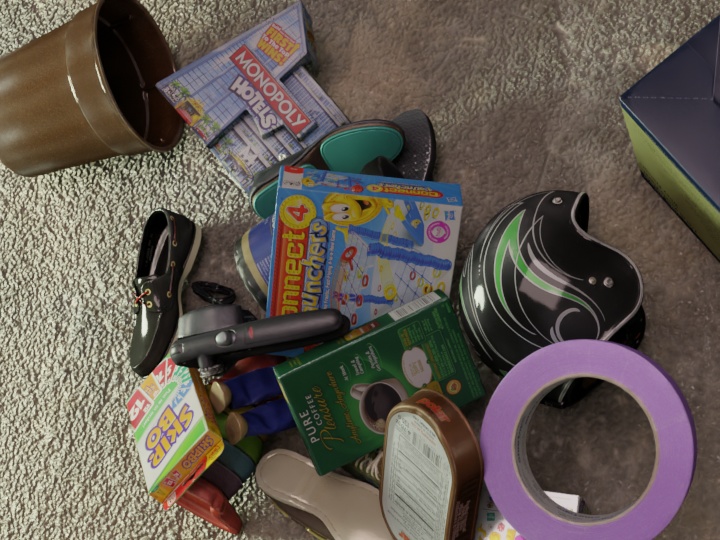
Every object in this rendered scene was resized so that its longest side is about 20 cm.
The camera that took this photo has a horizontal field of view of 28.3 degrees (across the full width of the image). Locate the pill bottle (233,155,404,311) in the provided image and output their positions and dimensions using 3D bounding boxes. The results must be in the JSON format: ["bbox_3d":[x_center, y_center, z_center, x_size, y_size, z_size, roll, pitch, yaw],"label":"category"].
[{"bbox_3d":[-0.035,-0.039,1.595,0.199,0.112,0.113,-33,63,18],"label":"pill bottle"}]

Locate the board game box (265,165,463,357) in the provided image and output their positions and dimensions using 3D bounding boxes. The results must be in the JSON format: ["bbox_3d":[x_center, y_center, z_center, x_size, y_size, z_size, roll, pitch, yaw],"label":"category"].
[{"bbox_3d":[0.000,0.000,1.518,0.193,0.203,0.056,5,26,-2],"label":"board game box"}]

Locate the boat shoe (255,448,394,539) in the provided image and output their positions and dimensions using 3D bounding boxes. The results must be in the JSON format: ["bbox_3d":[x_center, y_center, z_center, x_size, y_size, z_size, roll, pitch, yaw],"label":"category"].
[{"bbox_3d":[-0.024,0.260,1.530,0.198,0.060,0.072,25,67,24],"label":"boat shoe"}]

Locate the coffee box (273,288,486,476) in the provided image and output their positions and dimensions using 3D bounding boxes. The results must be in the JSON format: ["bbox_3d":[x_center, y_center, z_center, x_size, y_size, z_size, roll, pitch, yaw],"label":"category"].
[{"bbox_3d":[0.020,0.115,1.483,0.198,0.044,0.124,-26,109,-7],"label":"coffee box"}]

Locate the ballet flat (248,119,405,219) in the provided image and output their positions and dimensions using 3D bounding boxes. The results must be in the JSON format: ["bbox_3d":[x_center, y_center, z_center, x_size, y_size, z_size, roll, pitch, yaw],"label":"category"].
[{"bbox_3d":[-0.042,-0.126,1.641,0.198,0.073,0.074,-28,64,10],"label":"ballet flat"}]

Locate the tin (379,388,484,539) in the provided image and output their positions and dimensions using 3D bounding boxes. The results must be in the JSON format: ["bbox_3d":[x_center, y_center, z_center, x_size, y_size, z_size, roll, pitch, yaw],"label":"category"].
[{"bbox_3d":[0.065,0.206,1.386,0.041,0.202,0.112,-20,43,-28],"label":"tin"}]

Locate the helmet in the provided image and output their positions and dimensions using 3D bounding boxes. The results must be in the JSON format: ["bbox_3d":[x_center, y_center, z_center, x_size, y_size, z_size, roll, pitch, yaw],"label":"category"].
[{"bbox_3d":[0.195,0.022,1.474,0.200,0.200,0.191,-45,70,-2],"label":"helmet"}]

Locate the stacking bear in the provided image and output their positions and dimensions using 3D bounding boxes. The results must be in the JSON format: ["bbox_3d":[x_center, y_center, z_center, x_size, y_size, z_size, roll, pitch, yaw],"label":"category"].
[{"bbox_3d":[-0.144,0.168,1.582,0.112,0.122,0.202,22,70,19],"label":"stacking bear"}]

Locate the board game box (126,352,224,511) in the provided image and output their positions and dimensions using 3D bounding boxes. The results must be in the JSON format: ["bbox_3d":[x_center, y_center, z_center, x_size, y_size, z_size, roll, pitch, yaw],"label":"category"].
[{"bbox_3d":[-0.200,0.165,1.527,0.096,0.030,0.200,-47,33,9],"label":"board game box"}]

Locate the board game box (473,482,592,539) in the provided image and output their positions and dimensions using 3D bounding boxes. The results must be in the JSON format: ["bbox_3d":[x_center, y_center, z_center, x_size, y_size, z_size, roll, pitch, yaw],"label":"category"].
[{"bbox_3d":[0.163,0.326,1.417,0.103,0.103,0.203,5,72,18],"label":"board game box"}]

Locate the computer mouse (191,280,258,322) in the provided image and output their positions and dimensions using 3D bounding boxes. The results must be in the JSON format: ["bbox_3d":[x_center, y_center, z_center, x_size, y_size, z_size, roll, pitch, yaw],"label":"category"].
[{"bbox_3d":[-0.155,0.054,1.614,0.058,0.200,0.035,-2,108,-19],"label":"computer mouse"}]

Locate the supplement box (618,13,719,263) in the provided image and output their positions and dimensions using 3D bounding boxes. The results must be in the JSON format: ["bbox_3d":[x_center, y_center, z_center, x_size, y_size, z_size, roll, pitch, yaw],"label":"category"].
[{"bbox_3d":[0.384,-0.109,1.448,0.134,0.200,0.201,-38,64,2],"label":"supplement box"}]

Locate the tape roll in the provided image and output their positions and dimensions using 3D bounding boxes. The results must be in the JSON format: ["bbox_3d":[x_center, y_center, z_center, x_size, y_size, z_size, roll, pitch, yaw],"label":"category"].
[{"bbox_3d":[0.214,0.166,1.340,0.197,0.066,0.204,-1,88,16],"label":"tape roll"}]

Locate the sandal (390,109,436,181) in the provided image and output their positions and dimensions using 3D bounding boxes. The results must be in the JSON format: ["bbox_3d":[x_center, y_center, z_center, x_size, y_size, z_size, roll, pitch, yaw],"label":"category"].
[{"bbox_3d":[0.054,-0.084,1.645,0.075,0.043,0.204,-3,79,25],"label":"sandal"}]

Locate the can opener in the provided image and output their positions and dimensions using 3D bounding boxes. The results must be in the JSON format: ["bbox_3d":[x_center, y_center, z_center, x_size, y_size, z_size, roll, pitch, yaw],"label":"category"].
[{"bbox_3d":[-0.107,0.067,1.478,0.197,0.063,0.080,-9,83,21],"label":"can opener"}]

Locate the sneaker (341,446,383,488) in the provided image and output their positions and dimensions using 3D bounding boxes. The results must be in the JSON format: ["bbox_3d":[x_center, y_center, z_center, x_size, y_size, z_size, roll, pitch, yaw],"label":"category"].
[{"bbox_3d":[0.038,0.203,1.512,0.198,0.090,0.068,25,81,25],"label":"sneaker"}]

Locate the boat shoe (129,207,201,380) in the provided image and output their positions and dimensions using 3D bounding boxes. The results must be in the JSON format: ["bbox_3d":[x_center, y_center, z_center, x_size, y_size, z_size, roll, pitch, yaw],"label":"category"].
[{"bbox_3d":[-0.243,0.026,1.678,0.073,0.063,0.204,-5,66,42],"label":"boat shoe"}]

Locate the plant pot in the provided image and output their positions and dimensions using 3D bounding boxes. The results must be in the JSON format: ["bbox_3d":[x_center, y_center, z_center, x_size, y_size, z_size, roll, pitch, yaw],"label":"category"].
[{"bbox_3d":[-0.349,-0.215,1.750,0.196,0.200,0.203,-16,66,20],"label":"plant pot"}]

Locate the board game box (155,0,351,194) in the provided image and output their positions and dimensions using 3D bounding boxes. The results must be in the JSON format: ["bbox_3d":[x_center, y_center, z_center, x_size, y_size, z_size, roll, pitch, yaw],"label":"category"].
[{"bbox_3d":[-0.107,-0.211,1.709,0.200,0.062,0.200,-42,76,1],"label":"board game box"}]

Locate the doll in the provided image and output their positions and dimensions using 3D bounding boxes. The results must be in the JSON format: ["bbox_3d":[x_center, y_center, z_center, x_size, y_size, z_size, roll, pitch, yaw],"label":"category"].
[{"bbox_3d":[-0.058,0.133,1.544,0.198,0.049,0.137,-16,62,-29],"label":"doll"}]
